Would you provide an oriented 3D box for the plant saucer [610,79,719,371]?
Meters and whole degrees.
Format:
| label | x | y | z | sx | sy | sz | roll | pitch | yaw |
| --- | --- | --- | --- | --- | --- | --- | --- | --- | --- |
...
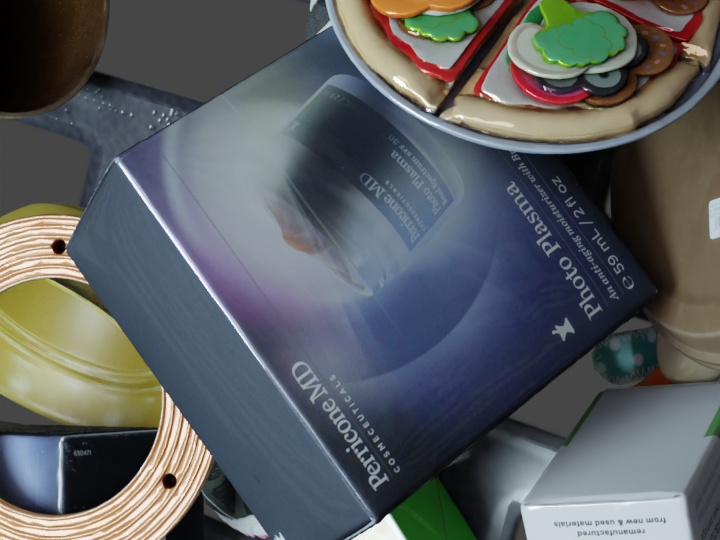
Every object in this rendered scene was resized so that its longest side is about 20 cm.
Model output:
| label | x | y | z | sx | sy | sz | roll | pitch | yaw |
| --- | --- | --- | --- | --- | --- | --- | --- | --- | --- |
| plant saucer | 0.181 | -0.052 | 0.826 | 0.200 | 0.029 | 0.203 | -24 | 62 | 58 |

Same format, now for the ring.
| label | x | y | z | sx | sy | sz | roll | pitch | yaw |
| --- | --- | --- | --- | --- | --- | --- | --- | --- | --- |
| ring | -0.169 | 0.070 | 0.955 | 0.198 | 0.019 | 0.203 | 0 | 89 | 13 |

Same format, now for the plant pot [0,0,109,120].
| label | x | y | z | sx | sy | sz | roll | pitch | yaw |
| --- | --- | --- | --- | --- | --- | --- | --- | --- | --- |
| plant pot | -0.299 | -0.172 | 1.135 | 0.199 | 0.186 | 0.190 | -12 | 82 | 42 |

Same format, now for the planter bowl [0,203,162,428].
| label | x | y | z | sx | sy | sz | roll | pitch | yaw |
| --- | --- | --- | --- | --- | --- | --- | --- | --- | --- |
| planter bowl | -0.184 | 0.018 | 1.077 | 0.198 | 0.201 | 0.084 | 8 | 55 | 28 |

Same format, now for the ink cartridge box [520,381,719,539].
| label | x | y | z | sx | sy | sz | roll | pitch | yaw |
| --- | --- | --- | --- | --- | --- | --- | --- | --- | --- |
| ink cartridge box | 0.154 | 0.175 | 0.846 | 0.083 | 0.145 | 0.202 | -6 | 105 | 25 |

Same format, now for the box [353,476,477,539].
| label | x | y | z | sx | sy | sz | roll | pitch | yaw |
| --- | --- | --- | --- | --- | --- | --- | --- | --- | --- |
| box | 0.015 | 0.249 | 0.979 | 0.176 | 0.096 | 0.201 | -39 | 72 | 19 |

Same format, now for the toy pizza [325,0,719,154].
| label | x | y | z | sx | sy | sz | roll | pitch | yaw |
| --- | --- | --- | --- | --- | --- | --- | --- | --- | --- |
| toy pizza | 0.081 | -0.139 | 0.804 | 0.197 | 0.032 | 0.202 | 2 | 55 | -3 |

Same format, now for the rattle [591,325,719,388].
| label | x | y | z | sx | sy | sz | roll | pitch | yaw |
| --- | --- | --- | --- | --- | --- | --- | --- | --- | --- |
| rattle | 0.221 | 0.016 | 0.914 | 0.130 | 0.141 | 0.202 | 52 | 131 | 54 |

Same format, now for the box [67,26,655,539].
| label | x | y | z | sx | sy | sz | roll | pitch | yaw |
| --- | --- | --- | --- | --- | --- | --- | --- | --- | --- |
| box | 0.000 | 0.000 | 0.835 | 0.201 | 0.198 | 0.123 | 53 | 153 | 4 |

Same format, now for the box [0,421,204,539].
| label | x | y | z | sx | sy | sz | roll | pitch | yaw |
| --- | --- | --- | --- | --- | --- | --- | --- | --- | --- |
| box | -0.205 | 0.198 | 1.065 | 0.197 | 0.123 | 0.203 | -3 | 86 | 41 |

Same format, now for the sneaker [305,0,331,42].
| label | x | y | z | sx | sy | sz | roll | pitch | yaw |
| --- | --- | --- | --- | --- | --- | --- | --- | --- | --- |
| sneaker | 0.038 | -0.123 | 0.962 | 0.199 | 0.073 | 0.113 | -13 | 61 | 52 |

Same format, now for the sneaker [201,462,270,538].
| label | x | y | z | sx | sy | sz | roll | pitch | yaw |
| --- | --- | --- | --- | --- | --- | --- | --- | --- | --- |
| sneaker | -0.045 | 0.089 | 0.967 | 0.086 | 0.081 | 0.199 | 41 | 147 | -16 |
